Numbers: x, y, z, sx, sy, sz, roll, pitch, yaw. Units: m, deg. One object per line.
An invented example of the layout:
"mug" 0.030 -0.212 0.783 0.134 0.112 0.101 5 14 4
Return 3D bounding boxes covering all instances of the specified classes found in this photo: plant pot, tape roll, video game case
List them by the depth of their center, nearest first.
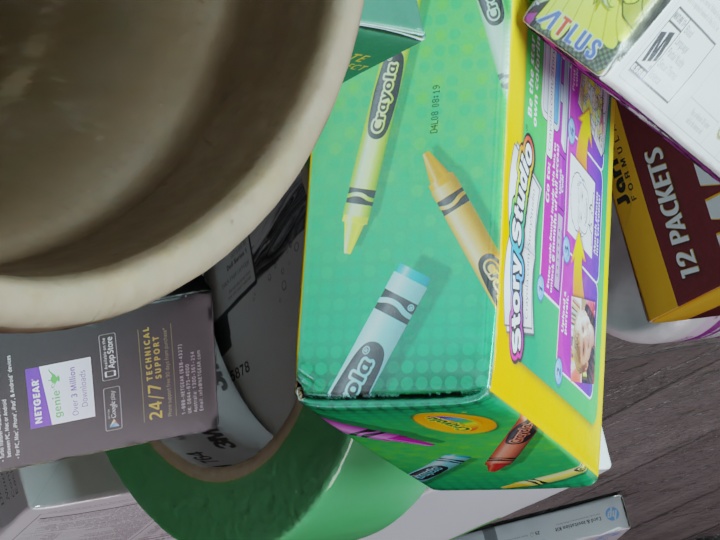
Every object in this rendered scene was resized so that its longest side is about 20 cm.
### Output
"plant pot" -0.123 -0.086 0.556 0.174 0.201 0.200 -1 179 42
"video game case" 0.139 -0.117 0.777 0.182 0.036 0.200 -54 160 6
"tape roll" -0.036 -0.003 0.896 0.048 0.201 0.200 -3 163 -35

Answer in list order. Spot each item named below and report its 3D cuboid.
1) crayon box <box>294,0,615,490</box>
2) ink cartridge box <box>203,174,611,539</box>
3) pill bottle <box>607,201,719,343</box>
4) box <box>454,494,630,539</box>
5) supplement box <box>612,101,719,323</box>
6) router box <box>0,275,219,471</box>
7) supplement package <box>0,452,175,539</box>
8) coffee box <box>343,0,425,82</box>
"crayon box" 0.033 -0.045 0.758 0.058 0.201 0.119 -2 164 20
"ink cartridge box" 0.000 0.000 0.961 0.084 0.201 0.146 -2 161 -35
"pill bottle" 0.200 -0.026 1.268 0.199 0.113 0.112 -4 163 -39
"box" 0.173 0.289 2.721 0.199 0.041 0.156 -14 167 -8
"supplement box" 0.227 -0.079 1.030 0.199 0.133 0.197 -6 164 -37
"router box" -0.148 -0.003 0.836 0.156 0.052 0.200 -10 -150 -16
"supplement package" -0.112 0.041 1.104 0.150 0.153 0.200 -9 166 -24
"coffee box" -0.080 -0.082 0.703 0.199 0.124 0.044 -23 162 37
